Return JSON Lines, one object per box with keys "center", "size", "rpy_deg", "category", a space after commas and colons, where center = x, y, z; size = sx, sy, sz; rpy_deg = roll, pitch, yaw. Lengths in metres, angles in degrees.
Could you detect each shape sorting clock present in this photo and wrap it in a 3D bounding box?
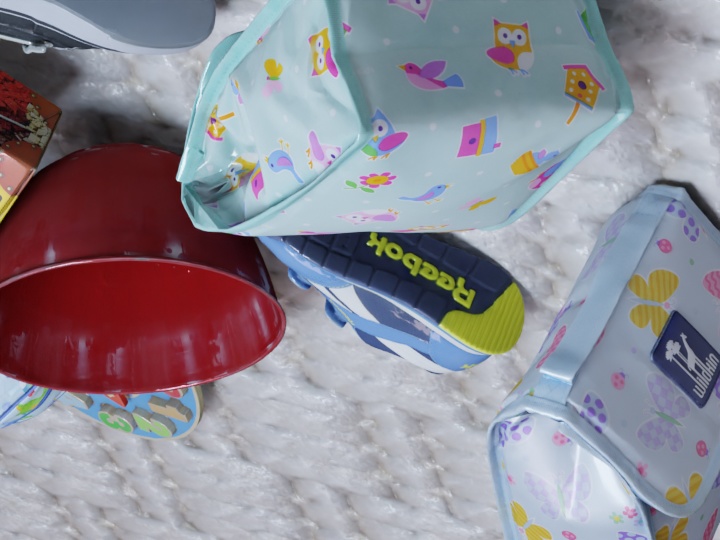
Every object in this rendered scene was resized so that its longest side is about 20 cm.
{"center": [-0.200, 0.057, 1.691], "size": [0.199, 0.039, 0.200], "rpy_deg": [21, 146, 15], "category": "shape sorting clock"}

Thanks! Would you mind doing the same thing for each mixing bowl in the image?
{"center": [-0.149, -0.009, 1.462], "size": [0.199, 0.109, 0.200], "rpy_deg": [-4, 154, -2], "category": "mixing bowl"}

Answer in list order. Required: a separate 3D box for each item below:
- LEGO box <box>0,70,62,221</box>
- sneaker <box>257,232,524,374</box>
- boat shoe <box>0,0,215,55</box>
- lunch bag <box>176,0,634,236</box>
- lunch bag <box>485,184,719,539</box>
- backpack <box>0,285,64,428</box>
{"center": [-0.298, -0.048, 1.421], "size": [0.149, 0.077, 0.200], "rpy_deg": [33, 119, -12], "category": "LEGO box"}
{"center": [0.000, 0.000, 1.422], "size": [0.200, 0.074, 0.082], "rpy_deg": [36, 150, -7], "category": "sneaker"}
{"center": [-0.182, -0.155, 1.311], "size": [0.198, 0.074, 0.068], "rpy_deg": [6, 162, -24], "category": "boat shoe"}
{"center": [0.014, -0.078, 1.198], "size": [0.170, 0.122, 0.200], "rpy_deg": [-6, 161, -29], "category": "lunch bag"}
{"center": [0.154, 0.076, 1.309], "size": [0.127, 0.170, 0.200], "rpy_deg": [14, 144, 26], "category": "lunch bag"}
{"center": [-0.273, 0.014, 1.568], "size": [0.163, 0.154, 0.200], "rpy_deg": [-40, 118, 12], "category": "backpack"}
